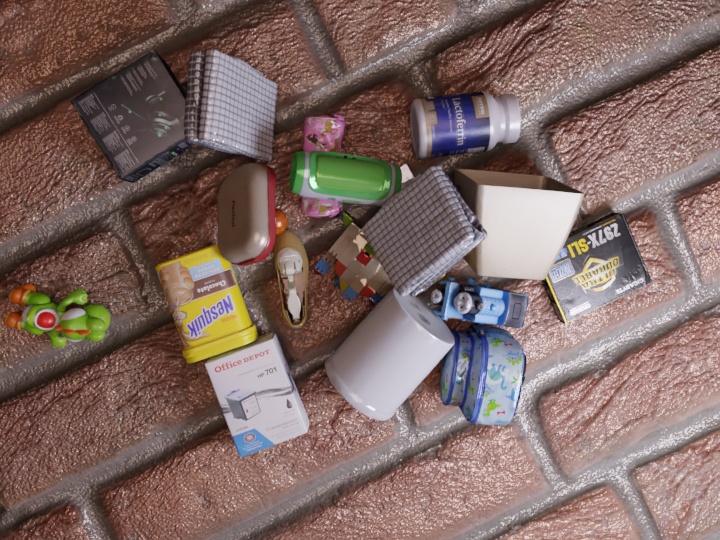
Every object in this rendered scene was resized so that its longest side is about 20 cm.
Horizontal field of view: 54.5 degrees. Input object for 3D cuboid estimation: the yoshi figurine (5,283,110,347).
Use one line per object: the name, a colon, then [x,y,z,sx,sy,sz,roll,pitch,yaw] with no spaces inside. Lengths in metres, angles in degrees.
yoshi figurine: [-0.578,0.092,1.369,0.199,0.113,0.112,15,53,10]

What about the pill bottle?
pill bottle: [0.202,-0.286,1.359,0.199,0.116,0.116,-8,94,-3]

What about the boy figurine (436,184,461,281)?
boy figurine: [0.147,-0.067,1.326,0.124,0.064,0.201,8,96,30]

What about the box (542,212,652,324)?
box: [0.470,-0.006,1.427,0.199,0.049,0.160,-25,93,-1]

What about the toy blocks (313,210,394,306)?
toy blocks: [0.000,0.000,1.389,0.200,0.100,0.137,40,103,-4]

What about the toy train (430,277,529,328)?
toy train: [0.231,0.064,1.356,0.199,0.114,0.087,10,91,-39]

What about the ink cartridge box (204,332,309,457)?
ink cartridge box: [-0.205,0.244,1.390,0.146,0.086,0.201,-20,96,-1]

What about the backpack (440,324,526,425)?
backpack: [0.232,0.204,1.352,0.146,0.200,0.184,8,94,-4]

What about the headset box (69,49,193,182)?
headset box: [-0.410,-0.295,1.336,0.199,0.093,0.175,-33,95,-1]

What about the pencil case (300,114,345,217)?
pencil case: [-0.073,-0.204,1.367,0.086,0.083,0.201,0,93,-12]

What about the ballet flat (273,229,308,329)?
ballet flat: [-0.133,0.019,1.388,0.068,0.063,0.201,-9,94,-3]

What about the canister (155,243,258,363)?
canister: [-0.303,0.063,1.372,0.148,0.087,0.201,-19,93,-2]

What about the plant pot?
plant pot: [0.285,-0.088,1.345,0.198,0.200,0.178,4,107,-6]

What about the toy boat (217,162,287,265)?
toy boat: [-0.196,-0.105,1.355,0.130,0.130,0.201,-13,73,37]

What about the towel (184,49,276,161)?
towel: [-0.242,-0.301,1.295,0.085,0.200,0.167,3,89,26]

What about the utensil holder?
utensil holder: [0.058,0.157,1.334,0.170,0.170,0.200,40,105,-5]

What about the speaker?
speaker: [-0.028,-0.170,1.295,0.199,0.088,0.089,6,94,-14]

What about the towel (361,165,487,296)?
towel: [0.115,-0.071,1.261,0.200,0.085,0.166,-41,64,30]

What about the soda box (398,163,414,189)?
soda box: [0.110,-0.109,1.392,0.068,0.064,0.201,-31,96,0]
